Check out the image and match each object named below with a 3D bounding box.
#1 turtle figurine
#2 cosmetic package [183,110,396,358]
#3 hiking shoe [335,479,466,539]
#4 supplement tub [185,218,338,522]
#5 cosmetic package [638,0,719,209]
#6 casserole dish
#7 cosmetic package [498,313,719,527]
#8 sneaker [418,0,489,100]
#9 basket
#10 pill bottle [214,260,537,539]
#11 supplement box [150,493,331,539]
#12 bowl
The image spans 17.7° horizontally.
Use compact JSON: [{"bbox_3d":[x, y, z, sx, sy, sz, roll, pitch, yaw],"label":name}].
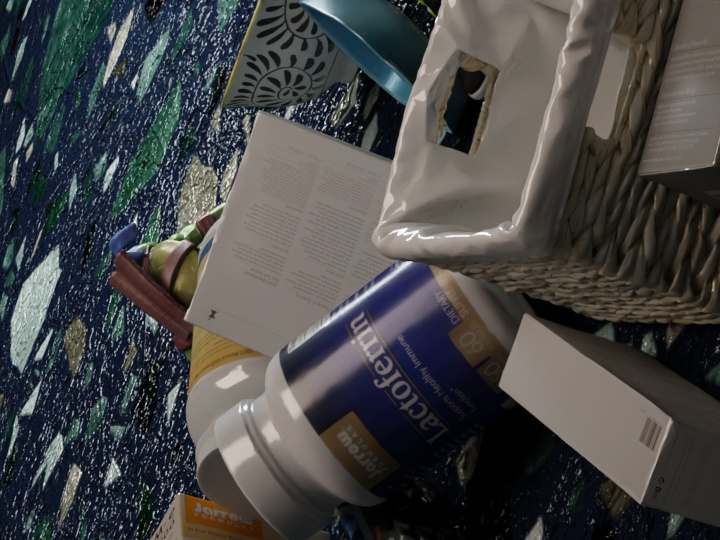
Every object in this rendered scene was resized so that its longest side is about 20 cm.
[{"bbox_3d":[-0.090,0.021,1.888,0.193,0.200,0.144,21,69,49],"label":"turtle figurine"},{"bbox_3d":[0.000,0.000,1.529,0.152,0.199,0.052,-69,-18,4],"label":"cosmetic package"},{"bbox_3d":[0.017,0.188,1.489,0.200,0.074,0.087,-130,54,-69],"label":"hiking shoe"},{"bbox_3d":[-0.051,0.064,1.654,0.145,0.144,0.201,-47,32,47],"label":"supplement tub"},{"bbox_3d":[0.226,-0.129,1.182,0.090,0.106,0.201,-7,66,67],"label":"cosmetic package"},{"bbox_3d":[0.021,-0.164,1.712,0.039,0.121,0.200,-47,22,0],"label":"casserole dish"},{"bbox_3d":[0.150,0.081,1.236,0.200,0.082,0.051,-140,67,-68],"label":"cosmetic package"},{"bbox_3d":[0.060,-0.206,1.594,0.072,0.082,0.201,-102,6,-51],"label":"sneaker"},{"bbox_3d":[0.133,-0.082,1.290,0.200,0.160,0.200,-4,69,69],"label":"basket"},{"bbox_3d":[0.013,0.073,1.433,0.200,0.116,0.116,-38,30,11],"label":"pill bottle"},{"bbox_3d":[-0.078,0.259,1.594,0.074,0.125,0.201,-59,25,31],"label":"supplement box"},{"bbox_3d":[-0.035,-0.208,1.872,0.201,0.094,0.202,-157,90,-86],"label":"bowl"}]
